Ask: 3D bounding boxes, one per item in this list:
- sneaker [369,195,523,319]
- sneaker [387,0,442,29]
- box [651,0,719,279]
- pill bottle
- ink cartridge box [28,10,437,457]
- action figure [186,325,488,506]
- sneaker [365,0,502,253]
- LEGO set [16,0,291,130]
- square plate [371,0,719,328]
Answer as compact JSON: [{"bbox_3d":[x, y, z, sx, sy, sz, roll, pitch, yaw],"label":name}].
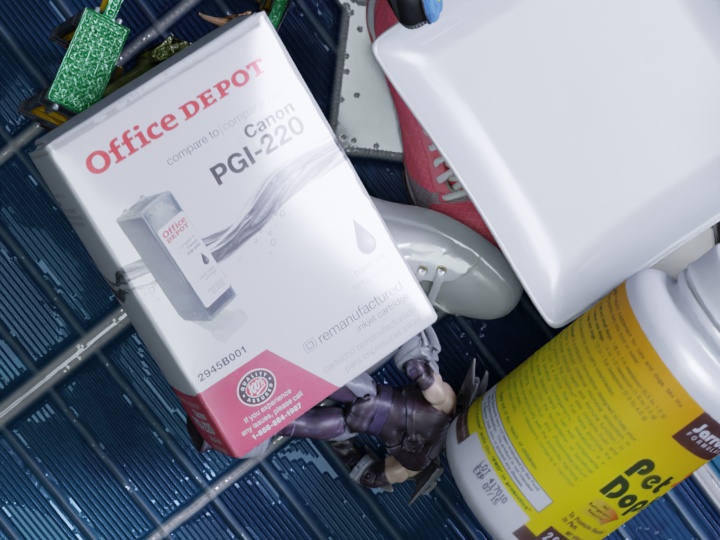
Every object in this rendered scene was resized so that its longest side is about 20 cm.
[{"bbox_3d":[0.000,0.000,0.980,0.198,0.073,0.085,21,54,4],"label":"sneaker"},{"bbox_3d":[-0.026,-0.202,0.892,0.083,0.071,0.200,-42,74,-4],"label":"sneaker"},{"bbox_3d":[0.188,-0.069,0.977,0.067,0.082,0.203,2,100,17],"label":"box"},{"bbox_3d":[0.152,0.076,0.907,0.200,0.109,0.109,-41,96,21],"label":"pill bottle"},{"bbox_3d":[-0.070,-0.021,0.881,0.145,0.085,0.201,-33,100,-13],"label":"ink cartridge box"},{"bbox_3d":[-0.004,0.082,0.986,0.198,0.070,0.131,13,116,-18],"label":"action figure"},{"bbox_3d":[0.050,-0.090,0.975,0.073,0.087,0.202,-21,97,3],"label":"sneaker"},{"bbox_3d":[-0.123,-0.140,0.970,0.152,0.116,0.203,16,84,-22],"label":"LEGO set"},{"bbox_3d":[0.139,-0.103,0.913,0.197,0.028,0.201,-33,96,6],"label":"square plate"}]
